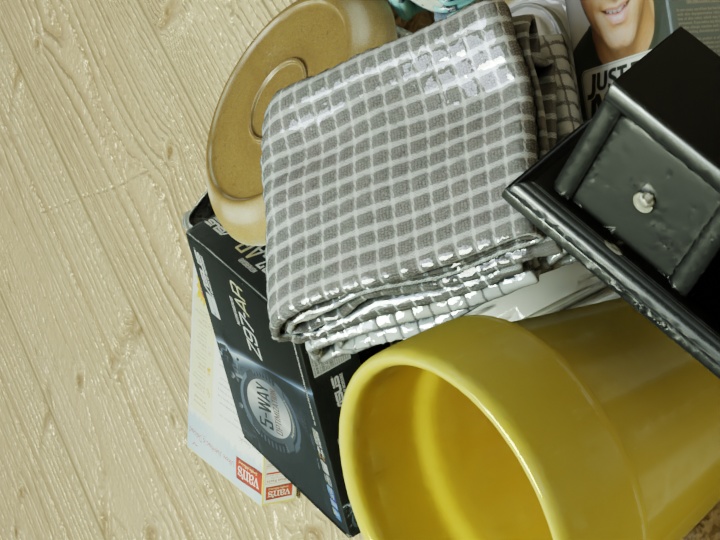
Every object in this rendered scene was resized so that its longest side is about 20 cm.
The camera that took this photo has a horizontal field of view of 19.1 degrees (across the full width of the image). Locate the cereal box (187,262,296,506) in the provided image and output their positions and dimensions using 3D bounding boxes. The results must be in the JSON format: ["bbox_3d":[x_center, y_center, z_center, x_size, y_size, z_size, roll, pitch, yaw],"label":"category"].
[{"bbox_3d":[-0.096,0.077,1.781,0.144,0.039,0.201,31,123,54],"label":"cereal box"}]

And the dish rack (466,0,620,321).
[{"bbox_3d":[0.087,-0.058,1.332,0.171,0.043,0.201,-28,78,23],"label":"dish rack"}]

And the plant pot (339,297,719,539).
[{"bbox_3d":[0.119,0.105,1.240,0.200,0.188,0.202,33,136,40],"label":"plant pot"}]

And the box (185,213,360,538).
[{"bbox_3d":[-0.050,0.072,1.545,0.160,0.043,0.201,38,149,48],"label":"box"}]

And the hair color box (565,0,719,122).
[{"bbox_3d":[0.171,-0.151,1.246,0.099,0.060,0.201,-12,85,60],"label":"hair color box"}]

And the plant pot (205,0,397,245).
[{"bbox_3d":[-0.050,-0.115,1.500,0.200,0.027,0.201,-35,42,38],"label":"plant pot"}]

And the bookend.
[{"bbox_3d":[0.206,-0.059,1.094,0.199,0.092,0.200,41,136,12],"label":"bookend"}]

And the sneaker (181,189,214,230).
[{"bbox_3d":[-0.074,-0.061,1.669,0.200,0.082,0.075,-42,60,55],"label":"sneaker"}]

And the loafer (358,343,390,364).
[{"bbox_3d":[0.000,0.000,1.567,0.073,0.072,0.201,-100,23,-49],"label":"loafer"}]

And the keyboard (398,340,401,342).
[{"bbox_3d":[0.067,0.115,1.507,0.200,0.039,0.105,48,135,46],"label":"keyboard"}]

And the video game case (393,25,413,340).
[{"bbox_3d":[0.021,-0.066,1.450,0.200,0.024,0.183,33,104,53],"label":"video game case"}]

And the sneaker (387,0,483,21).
[{"bbox_3d":[0.069,-0.211,1.415,0.200,0.077,0.087,2,110,67],"label":"sneaker"}]

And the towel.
[{"bbox_3d":[0.033,-0.053,1.253,0.199,0.085,0.166,-21,55,27],"label":"towel"}]
